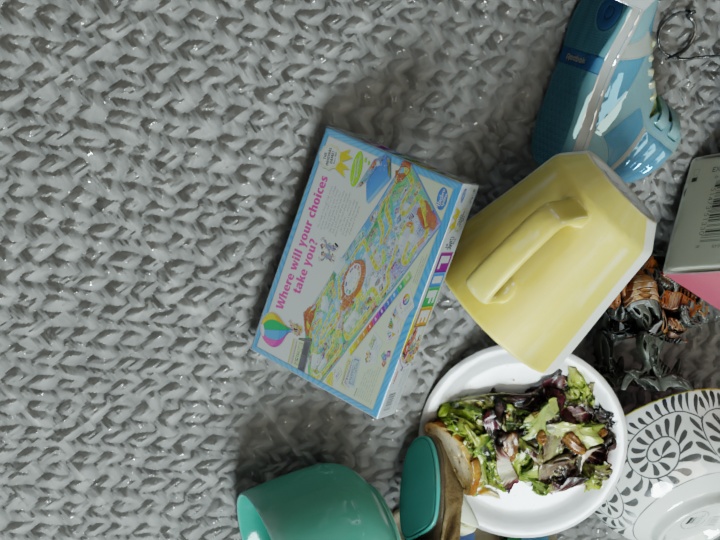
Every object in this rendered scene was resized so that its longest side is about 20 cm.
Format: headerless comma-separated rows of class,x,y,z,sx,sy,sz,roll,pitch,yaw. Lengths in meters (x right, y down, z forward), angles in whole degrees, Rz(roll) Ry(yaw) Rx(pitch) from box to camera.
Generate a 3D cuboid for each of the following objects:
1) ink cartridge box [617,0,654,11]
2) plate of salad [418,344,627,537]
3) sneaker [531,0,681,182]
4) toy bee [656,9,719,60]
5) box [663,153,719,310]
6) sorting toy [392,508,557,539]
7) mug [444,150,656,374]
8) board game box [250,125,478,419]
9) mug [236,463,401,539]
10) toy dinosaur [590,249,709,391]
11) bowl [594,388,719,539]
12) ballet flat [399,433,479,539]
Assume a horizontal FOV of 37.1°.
ink cartridge box,0.238,-0.324,0.817,0.085,0.146,0.202,21,82,-4
plate of salad,0.153,0.166,1.013,0.198,0.048,0.202,1,105,6
sneaker,0.243,-0.171,0.952,0.129,0.080,0.202,12,113,-24
toy bee,0.384,-0.171,0.995,0.198,0.109,0.132,-7,113,-21
box,0.408,-0.016,1.039,0.199,0.109,0.129,27,73,-29
sorting toy,0.136,0.307,1.016,0.183,0.201,0.037,3,134,-24
mug,0.165,-0.011,0.891,0.149,0.187,0.153,40,108,-15
board game box,0.000,0.000,0.879,0.034,0.134,0.202,-2,115,-62
mug,-0.034,0.250,0.954,0.113,0.185,0.154,-17,90,-19
toy dinosaur,0.263,0.046,1.043,0.198,0.102,0.137,2,87,-11
bowl,0.315,0.217,1.067,0.199,0.095,0.202,-11,140,-10
ballet flat,0.075,0.251,0.973,0.072,0.202,0.068,23,140,-27
